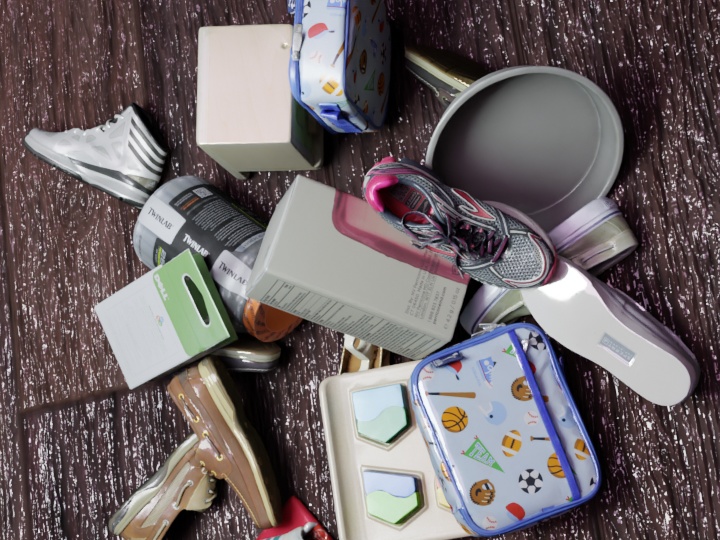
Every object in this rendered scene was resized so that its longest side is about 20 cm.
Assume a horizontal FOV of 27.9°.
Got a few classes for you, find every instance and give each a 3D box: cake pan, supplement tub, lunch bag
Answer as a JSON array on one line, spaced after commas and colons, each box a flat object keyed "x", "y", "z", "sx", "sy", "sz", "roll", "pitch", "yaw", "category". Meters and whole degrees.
[{"x": 0.159, "y": -0.117, "z": 1.431, "sx": 0.200, "sy": 0.200, "sz": 0.037, "roll": -44, "pitch": 31, "yaw": 18, "category": "cake pan"}, {"x": -0.151, "y": -0.012, "z": 1.630, "sx": 0.200, "sy": 0.123, "sz": 0.123, "roll": 35, "pitch": 101, "yaw": 31, "category": "supplement tub"}, {"x": 0.142, "y": 0.151, "z": 1.421, "sx": 0.160, "sy": 0.076, "sz": 0.200, "roll": -19, "pitch": 79, "yaw": -6, "category": "lunch bag"}, {"x": -0.021, "y": -0.227, "z": 1.530, "sx": 0.076, "sy": 0.200, "sz": 0.160, "roll": 3, "pitch": 82, "yaw": 16, "category": "lunch bag"}]

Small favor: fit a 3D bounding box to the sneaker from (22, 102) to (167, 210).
[{"x": -0.318, "y": -0.160, "z": 1.795, "sx": 0.200, "sy": 0.076, "sz": 0.115, "roll": 25, "pitch": 87, "yaw": 24, "category": "sneaker"}]

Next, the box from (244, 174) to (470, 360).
[{"x": 0.000, "y": 0.000, "z": 1.467, "sx": 0.200, "sy": 0.128, "sz": 0.109, "roll": 21, "pitch": 73, "yaw": -9, "category": "box"}]

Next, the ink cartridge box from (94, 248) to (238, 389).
[{"x": -0.197, "y": 0.048, "z": 1.567, "sx": 0.200, "sy": 0.059, "sz": 0.104, "roll": -28, "pitch": 84, "yaw": 46, "category": "ink cartridge box"}]

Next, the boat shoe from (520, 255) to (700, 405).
[{"x": 0.243, "y": 0.050, "z": 1.397, "sx": 0.200, "sy": 0.069, "sz": 0.072, "roll": 33, "pitch": 112, "yaw": 18, "category": "boat shoe"}]

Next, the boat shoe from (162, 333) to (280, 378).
[{"x": -0.178, "y": 0.106, "z": 1.664, "sx": 0.200, "sy": 0.072, "sz": 0.065, "roll": 3, "pitch": 99, "yaw": 28, "category": "boat shoe"}]

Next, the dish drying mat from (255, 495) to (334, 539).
[{"x": -0.034, "y": 0.340, "z": 1.568, "sx": 0.077, "sy": 0.018, "sz": 0.200, "roll": -51, "pitch": 60, "yaw": 12, "category": "dish drying mat"}]

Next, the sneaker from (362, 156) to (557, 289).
[{"x": 0.090, "y": -0.036, "z": 1.374, "sx": 0.200, "sy": 0.075, "sz": 0.081, "roll": 25, "pitch": 104, "yaw": 2, "category": "sneaker"}]

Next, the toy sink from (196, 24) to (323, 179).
[{"x": -0.103, "y": -0.181, "z": 1.609, "sx": 0.112, "sy": 0.200, "sz": 0.130, "roll": 0, "pitch": 81, "yaw": 8, "category": "toy sink"}]

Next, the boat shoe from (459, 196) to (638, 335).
[{"x": 0.187, "y": 0.009, "z": 1.453, "sx": 0.200, "sy": 0.072, "sz": 0.062, "roll": -41, "pitch": 68, "yaw": 18, "category": "boat shoe"}]

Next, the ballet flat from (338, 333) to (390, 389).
[{"x": -0.002, "y": 0.099, "z": 1.558, "sx": 0.069, "sy": 0.063, "sz": 0.200, "roll": 4, "pitch": 85, "yaw": 34, "category": "ballet flat"}]

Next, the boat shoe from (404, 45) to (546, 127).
[{"x": 0.117, "y": -0.175, "z": 1.521, "sx": 0.201, "sy": 0.072, "sz": 0.066, "roll": 34, "pitch": 120, "yaw": 33, "category": "boat shoe"}]

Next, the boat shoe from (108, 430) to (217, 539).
[{"x": -0.198, "y": 0.242, "z": 1.658, "sx": 0.074, "sy": 0.076, "sz": 0.200, "roll": 44, "pitch": 98, "yaw": 0, "category": "boat shoe"}]

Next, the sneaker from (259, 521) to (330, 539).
[{"x": -0.074, "y": 0.310, "z": 1.535, "sx": 0.093, "sy": 0.070, "sz": 0.200, "roll": -45, "pitch": 16, "yaw": -17, "category": "sneaker"}]

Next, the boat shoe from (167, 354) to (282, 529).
[{"x": -0.146, "y": 0.194, "z": 1.589, "sx": 0.068, "sy": 0.072, "sz": 0.200, "roll": -25, "pitch": 89, "yaw": 6, "category": "boat shoe"}]

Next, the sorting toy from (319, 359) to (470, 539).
[{"x": 0.065, "y": 0.183, "z": 1.480, "sx": 0.200, "sy": 0.036, "sz": 0.185, "roll": -10, "pitch": 77, "yaw": 9, "category": "sorting toy"}]
